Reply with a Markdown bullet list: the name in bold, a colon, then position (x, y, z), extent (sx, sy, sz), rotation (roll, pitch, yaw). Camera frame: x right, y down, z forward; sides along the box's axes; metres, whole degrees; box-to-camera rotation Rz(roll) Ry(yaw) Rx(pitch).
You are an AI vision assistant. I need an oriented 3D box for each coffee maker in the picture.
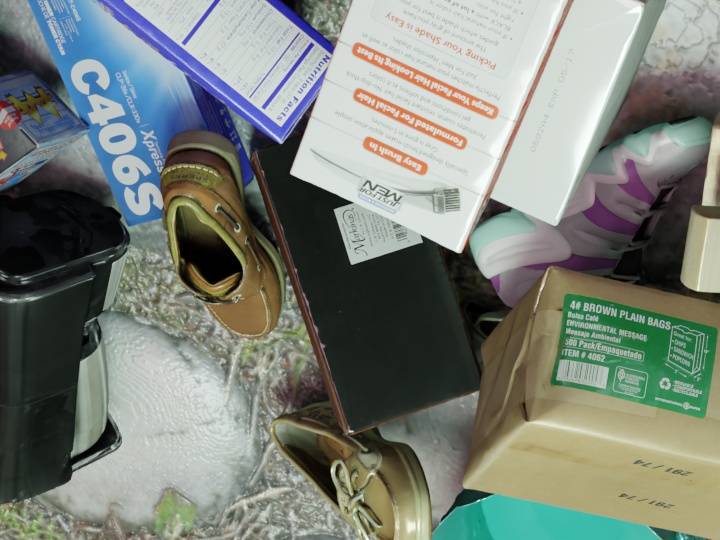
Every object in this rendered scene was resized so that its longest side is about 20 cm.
- **coffee maker**: position (-0.256, 0.063, 1.471), extent (0.134, 0.192, 0.200), rotation (20, 128, 16)

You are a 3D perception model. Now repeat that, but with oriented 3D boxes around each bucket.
- **bucket**: position (0.153, 0.206, 1.444), extent (0.207, 0.135, 0.208), rotation (9, 118, 17)

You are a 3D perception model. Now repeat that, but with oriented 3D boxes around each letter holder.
- **letter holder**: position (0.000, 0.000, 1.407), extent (0.100, 0.142, 0.201), rotation (-19, 91, -5)

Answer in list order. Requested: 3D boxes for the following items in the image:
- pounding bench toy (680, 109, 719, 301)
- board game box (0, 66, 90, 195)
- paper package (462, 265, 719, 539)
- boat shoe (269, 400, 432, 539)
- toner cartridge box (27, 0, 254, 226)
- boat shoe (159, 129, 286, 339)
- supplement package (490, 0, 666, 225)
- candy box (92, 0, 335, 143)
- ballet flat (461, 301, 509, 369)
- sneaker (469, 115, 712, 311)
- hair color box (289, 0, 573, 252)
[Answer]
- **pounding bench toy**: position (0.288, -0.027, 1.237), extent (0.156, 0.200, 0.125), rotation (11, 117, 15)
- **board game box**: position (-0.299, -0.122, 1.466), extent (0.199, 0.062, 0.201), rotation (-13, 98, 35)
- **paper package**: position (0.182, 0.088, 1.263), extent (0.199, 0.104, 0.191), rotation (13, 159, -6)
- **boat shoe**: position (-0.005, 0.149, 1.441), extent (0.062, 0.200, 0.074), rotation (-4, 107, -21)
- **toner cartridge box**: position (-0.158, -0.136, 1.436), extent (0.095, 0.043, 0.200), rotation (-14, 110, 24)
- **boat shoe**: position (-0.104, -0.007, 1.430), extent (0.072, 0.068, 0.200), rotation (-4, 139, 15)
- **supplement package**: position (0.100, -0.157, 1.240), extent (0.150, 0.200, 0.152), rotation (24, 121, 7)
- **candy box**: position (-0.118, -0.178, 1.298), extent (0.200, 0.169, 0.077), rotation (39, 91, -17)
- **ballet flat**: position (0.150, 0.068, 1.418), extent (0.199, 0.068, 0.069), rotation (14, 111, 12)
- **sneaker**: position (0.178, -0.007, 1.343), extent (0.200, 0.078, 0.140), rotation (-33, 80, 39)
- **hair color box**: position (0.047, -0.124, 1.121), extent (0.111, 0.064, 0.200), rotation (25, 120, 5)
